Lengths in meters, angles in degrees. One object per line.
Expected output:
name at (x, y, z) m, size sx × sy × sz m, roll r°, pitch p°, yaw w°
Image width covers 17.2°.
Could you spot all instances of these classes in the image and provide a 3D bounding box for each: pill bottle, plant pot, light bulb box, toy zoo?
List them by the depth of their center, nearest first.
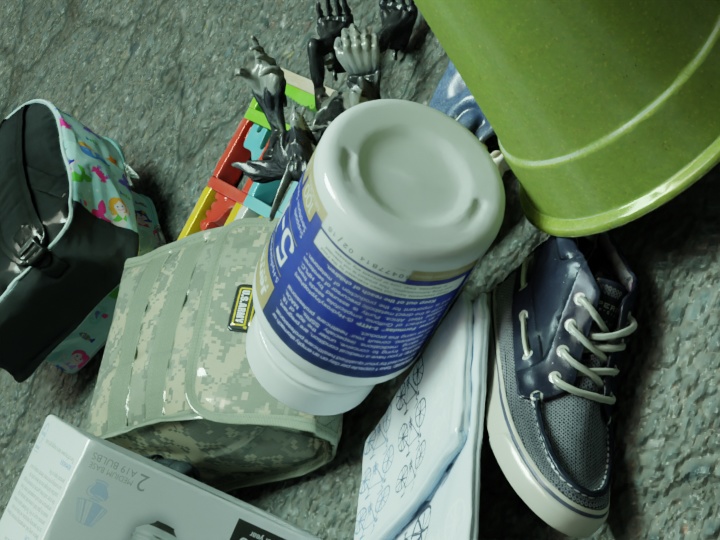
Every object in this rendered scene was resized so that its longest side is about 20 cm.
plant pot at (0.118, -0.157, 1.388) m, size 0.200 × 0.190 × 0.200 m, roll -35°, pitch 26°, yaw 19°
pill bottle at (0.000, 0.000, 1.462) m, size 0.200 × 0.119 × 0.120 m, roll 120°, pitch 156°, yaw -49°
light bulb box at (-0.141, 0.226, 1.499) m, size 0.201 × 0.198 × 0.125 m, roll -66°, pitch 17°, yaw -4°
toy zoo at (-0.079, -0.052, 1.800) m, size 0.201 × 0.020 × 0.131 m, roll -62°, pitch 32°, yaw 1°

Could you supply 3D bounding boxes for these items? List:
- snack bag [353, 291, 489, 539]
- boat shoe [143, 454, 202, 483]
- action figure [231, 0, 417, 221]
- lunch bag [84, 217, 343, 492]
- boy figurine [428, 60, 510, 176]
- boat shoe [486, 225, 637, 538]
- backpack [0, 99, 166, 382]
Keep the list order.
snack bag at (0.033, 0.141, 1.432) m, size 0.189 × 0.021 × 0.201 m, roll 123°, pitch 157°, yaw -51°
boat shoe at (-0.136, 0.224, 1.595) m, size 0.060 × 0.076 × 0.201 m, roll 2°, pitch 99°, yaw 30°
action figure at (-0.027, -0.126, 1.660) m, size 0.118 × 0.102 × 0.200 m, roll -3°, pitch 41°, yaw 23°
lunch bag at (-0.082, 0.057, 1.637) m, size 0.199 × 0.117 × 0.165 m, roll -18°, pitch 50°, yaw 40°
boy figurine at (0.058, -0.062, 1.569) m, size 0.124 × 0.064 × 0.201 m, roll 7°, pitch 74°, yaw 58°
boat shoe at (0.122, 0.054, 1.378) m, size 0.093 × 0.074 × 0.201 m, roll -52°, pitch 32°, yaw 30°
backpack at (-0.252, -0.030, 1.907) m, size 0.178 × 0.150 × 0.200 m, roll -46°, pitch 43°, yaw 20°
